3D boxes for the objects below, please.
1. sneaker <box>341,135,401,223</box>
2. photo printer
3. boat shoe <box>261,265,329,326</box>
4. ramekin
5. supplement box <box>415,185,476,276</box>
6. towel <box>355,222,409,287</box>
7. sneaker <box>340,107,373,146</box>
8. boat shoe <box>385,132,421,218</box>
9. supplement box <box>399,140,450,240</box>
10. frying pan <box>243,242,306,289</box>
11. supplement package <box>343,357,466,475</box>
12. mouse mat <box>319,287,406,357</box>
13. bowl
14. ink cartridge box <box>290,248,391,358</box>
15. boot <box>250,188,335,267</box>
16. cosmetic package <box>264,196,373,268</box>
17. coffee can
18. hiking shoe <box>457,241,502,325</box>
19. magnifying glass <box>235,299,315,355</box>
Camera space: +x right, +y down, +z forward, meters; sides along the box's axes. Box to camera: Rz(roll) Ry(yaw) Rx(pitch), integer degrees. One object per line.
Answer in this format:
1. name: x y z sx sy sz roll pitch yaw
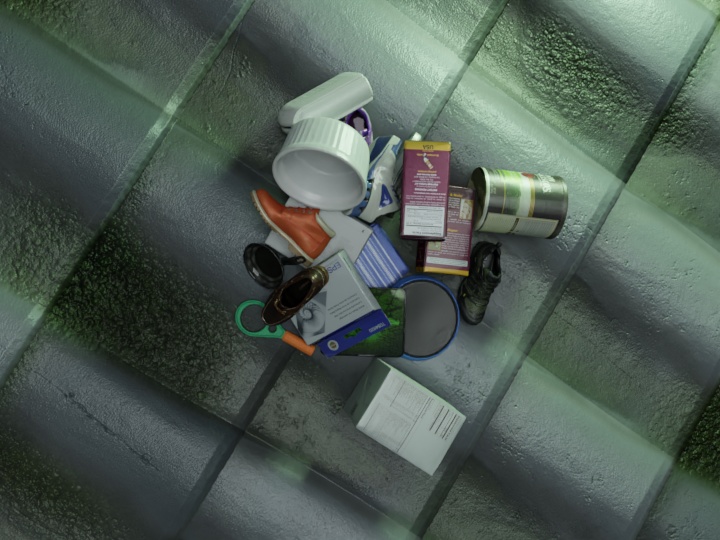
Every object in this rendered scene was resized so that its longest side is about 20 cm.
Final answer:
1. sneaker: 0.045 -0.188 1.444 0.114 0.080 0.202 30 84 -32
2. photo printer: -0.086 -0.359 1.430 0.198 0.166 0.070 -31 114 -9
3. boat shoe: -0.153 0.059 1.401 0.071 0.070 0.200 48 120 1
4. ramekin: -0.075 -0.221 1.344 0.198 0.201 0.099 19 61 -9
5. supplement box: 0.197 -0.093 1.519 0.108 0.086 0.204 5 90 -9
6. towel: 0.000 0.000 1.519 0.199 0.024 0.146 -37 96 -6
7. sneaker: -0.001 -0.283 1.483 0.079 0.088 0.203 -12 93 -11
8. boat shoe: 0.097 -0.219 1.514 0.063 0.071 0.202 28 94 -8
9. supplement box: 0.139 -0.166 1.406 0.101 0.131 0.204 3 91 5
10. frying pan: -0.191 -0.029 1.420 0.115 0.190 0.031 50 45 -1
11. supplement package: 0.092 0.315 1.450 0.199 0.191 0.148 33 86 -8
12. mouse mat: 0.005 0.118 1.499 0.196 0.008 0.164 1 97 4
13. bowl: 0.139 0.112 1.534 0.197 0.039 0.204 0 90 -9
14. ink cartridge box: -0.062 0.084 1.437 0.198 0.041 0.201 -31 98 28
15. boot: -0.144 -0.115 1.400 0.107 0.075 0.200 -43 100 7
16. cosmetic package: -0.091 -0.077 1.457 0.198 0.052 0.152 32 102 0
17. coffee can: 0.358 -0.155 1.517 0.197 0.146 0.149 5 90 -10
18. hiking shoe: 0.282 0.029 1.527 0.075 0.101 0.203 11 88 -9
19. magnifying glass: -0.193 0.136 1.488 0.198 0.022 0.080 30 85 -7
